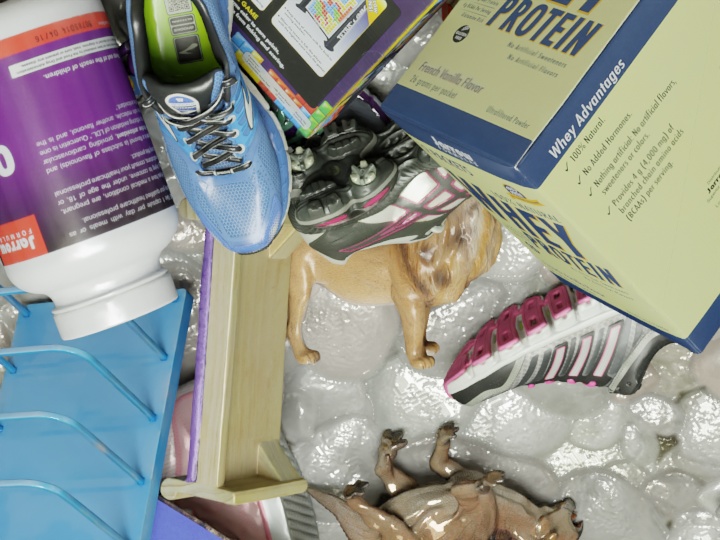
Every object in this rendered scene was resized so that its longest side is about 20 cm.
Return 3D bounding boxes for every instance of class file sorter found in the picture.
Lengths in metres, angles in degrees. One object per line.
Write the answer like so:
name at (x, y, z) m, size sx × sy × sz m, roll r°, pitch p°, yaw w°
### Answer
file sorter at (-0.213, 0.082, 1.131) m, size 0.138 × 0.201 × 0.123 m, roll -6°, pitch 148°, yaw 22°

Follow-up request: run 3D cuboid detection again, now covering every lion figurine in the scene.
lion figurine at (0.000, 0.000, 1.168) m, size 0.199 × 0.072 × 0.123 m, roll -1°, pitch 102°, yaw 13°

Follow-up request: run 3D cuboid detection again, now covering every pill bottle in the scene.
pill bottle at (-0.181, -0.064, 1.037) m, size 0.112 × 0.112 × 0.201 m, roll -18°, pitch 96°, yaw 15°

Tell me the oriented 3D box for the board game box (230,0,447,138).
board game box at (-0.042, -0.208, 1.021) m, size 0.200 × 0.057 × 0.165 m, roll 48°, pitch 129°, yaw 0°

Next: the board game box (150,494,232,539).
board game box at (-0.119, 0.249, 1.216) m, size 0.159 × 0.097 × 0.200 m, roll 31°, pitch 162°, yaw 6°

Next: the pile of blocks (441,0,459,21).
pile of blocks at (0.062, -0.178, 1.061) m, size 0.200 × 0.082 × 0.062 m, roll 36°, pitch 115°, yaw -13°

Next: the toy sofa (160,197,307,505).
toy sofa at (-0.091, 0.052, 1.144) m, size 0.097 × 0.083 × 0.201 m, roll 7°, pitch 94°, yaw 34°

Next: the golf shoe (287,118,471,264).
golf shoe at (0.047, -0.070, 1.093) m, size 0.199 × 0.077 × 0.088 m, roll -21°, pitch 143°, yaw 3°

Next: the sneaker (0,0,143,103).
sneaker at (-0.180, -0.101, 1.133) m, size 0.090 × 0.075 × 0.201 m, roll -3°, pitch 118°, yaw 14°

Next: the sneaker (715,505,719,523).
sneaker at (0.354, 0.214, 1.252) m, size 0.200 × 0.074 × 0.082 m, roll 38°, pitch 85°, yaw -8°

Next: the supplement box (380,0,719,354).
supplement box at (0.161, -0.100, 0.984) m, size 0.200 × 0.134 × 0.200 m, roll 40°, pitch 84°, yaw -37°

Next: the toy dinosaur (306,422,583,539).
toy dinosaur at (0.059, 0.193, 1.254) m, size 0.199 × 0.086 × 0.136 m, roll -9°, pitch 118°, yaw 12°

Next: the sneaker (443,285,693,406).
sneaker at (0.154, 0.056, 1.177) m, size 0.199 × 0.074 × 0.088 m, roll -28°, pitch 105°, yaw 14°

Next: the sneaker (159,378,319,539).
sneaker at (-0.100, 0.168, 1.266) m, size 0.104 × 0.075 × 0.201 m, roll -15°, pitch 110°, yaw 14°

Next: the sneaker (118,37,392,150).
sneaker at (-0.067, -0.104, 1.104) m, size 0.199 × 0.088 × 0.074 m, roll 32°, pitch 134°, yaw -7°

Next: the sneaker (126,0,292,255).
sneaker at (-0.099, -0.098, 1.012) m, size 0.078 × 0.089 × 0.201 m, roll -14°, pitch 110°, yaw 13°
